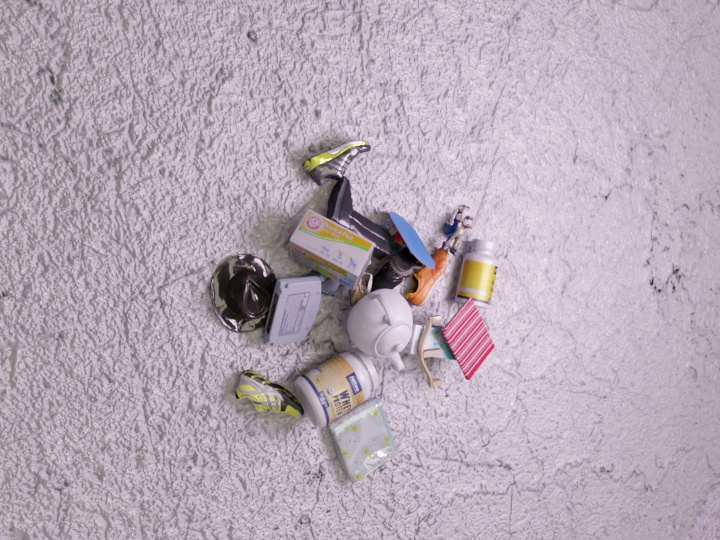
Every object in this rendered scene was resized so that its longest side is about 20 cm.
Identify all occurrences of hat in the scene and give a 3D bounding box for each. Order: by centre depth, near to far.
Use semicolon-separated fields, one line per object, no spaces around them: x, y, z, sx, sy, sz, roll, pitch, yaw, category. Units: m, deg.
-0.281;0.062;1.385;0.197;0.081;0.205;-2;95;-26;hat

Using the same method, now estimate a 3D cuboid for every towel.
0.309;0.197;1.571;0.145;0.022;0.202;-44;120;-26;towel
0.010;0.490;1.591;0.169;0.048;0.203;-25;105;-24;towel

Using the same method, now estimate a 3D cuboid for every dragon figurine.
0.289;-0.129;1.666;0.058;0.100;0.201;31;37;-14;dragon figurine

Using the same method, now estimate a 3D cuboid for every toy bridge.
0.191;0.227;1.511;0.066;0.027;0.204;-3;96;-24;toy bridge

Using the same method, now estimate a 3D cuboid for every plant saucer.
0.039;-0.101;1.573;0.197;0.019;0.071;15;88;-29;plant saucer

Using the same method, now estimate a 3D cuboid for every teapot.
0.067;0.155;1.458;0.198;0.146;0.199;14;116;-42;teapot

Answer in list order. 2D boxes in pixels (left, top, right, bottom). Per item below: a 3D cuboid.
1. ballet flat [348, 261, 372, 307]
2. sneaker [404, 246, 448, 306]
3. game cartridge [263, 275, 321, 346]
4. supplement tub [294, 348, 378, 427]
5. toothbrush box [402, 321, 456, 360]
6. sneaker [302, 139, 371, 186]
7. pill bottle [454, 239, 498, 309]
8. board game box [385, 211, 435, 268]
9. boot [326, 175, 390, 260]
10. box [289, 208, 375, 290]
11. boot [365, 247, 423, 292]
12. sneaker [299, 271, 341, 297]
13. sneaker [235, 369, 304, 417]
0.000;0.000;1.501;0.064;0.070;0.204;-5;86;16;ballet flat
0.200;0.009;1.638;0.077;0.073;0.202;34;75;-13;sneaker
-0.171;0.103;1.416;0.131;0.041;0.202;-3;126;-33;game cartridge
-0.063;0.312;1.484;0.198;0.144;0.147;-27;106;-23;supplement tub
0.195;0.201;1.608;0.197;0.146;0.087;11;89;-26;toothbrush box
-0.056;-0.289;1.477;0.198;0.074;0.082;-26;99;-16;sneaker
0.364;0.010;1.699;0.110;0.111;0.204;12;89;-27;pill bottle
0.135;-0.075;1.556;0.039;0.202;0.157;-38;150;20;board game box
0.005;-0.143;1.504;0.198;0.065;0.167;29;57;-25;boot
-0.076;-0.053;1.413;0.198;0.113;0.102;27;69;5;box
0.091;0.014;1.575;0.154;0.203;0.074;-45;80;23;boot
-0.108;0.046;1.480;0.198;0.074;0.089;-26;110;-24;sneaker
-0.238;0.337;1.443;0.199;0.075;0.077;34;86;-15;sneaker
